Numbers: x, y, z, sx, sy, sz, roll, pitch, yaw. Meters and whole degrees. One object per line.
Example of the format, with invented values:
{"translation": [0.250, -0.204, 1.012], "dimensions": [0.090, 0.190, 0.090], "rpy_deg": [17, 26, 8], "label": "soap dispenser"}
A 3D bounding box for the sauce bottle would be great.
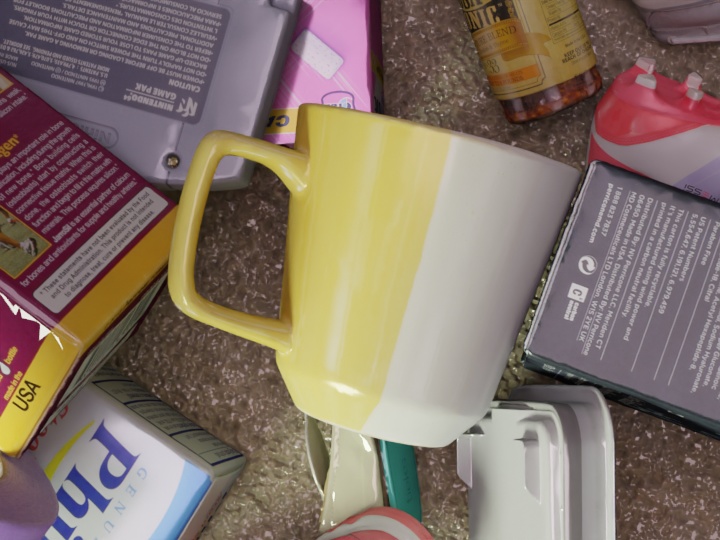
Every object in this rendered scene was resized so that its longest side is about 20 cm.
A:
{"translation": [0.076, -0.184, 0.886], "dimensions": [0.066, 0.066, 0.201], "rpy_deg": [-22, 100, 5], "label": "sauce bottle"}

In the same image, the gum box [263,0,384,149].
{"translation": [-0.087, -0.123, 0.924], "dimensions": [0.198, 0.066, 0.115], "rpy_deg": [-2, 85, 7], "label": "gum box"}

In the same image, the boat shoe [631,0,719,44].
{"translation": [0.247, -0.164, 0.869], "dimensions": [0.198, 0.069, 0.072], "rpy_deg": [-12, 51, 21], "label": "boat shoe"}

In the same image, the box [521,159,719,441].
{"translation": [0.195, 0.033, 0.841], "dimensions": [0.198, 0.148, 0.108], "rpy_deg": [20, 86, 8], "label": "box"}

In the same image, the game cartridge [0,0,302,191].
{"translation": [-0.142, -0.119, 0.879], "dimensions": [0.198, 0.042, 0.134], "rpy_deg": [16, 91, 9], "label": "game cartridge"}

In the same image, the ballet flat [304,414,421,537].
{"translation": [-0.004, 0.063, 0.910], "dimensions": [0.069, 0.069, 0.202], "rpy_deg": [-1, 88, 6], "label": "ballet flat"}

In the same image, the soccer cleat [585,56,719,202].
{"translation": [0.226, -0.055, 0.896], "dimensions": [0.198, 0.067, 0.077], "rpy_deg": [21, 120, 2], "label": "soccer cleat"}

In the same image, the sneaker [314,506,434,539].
{"translation": [-0.053, 0.193, 0.871], "dimensions": [0.199, 0.087, 0.074], "rpy_deg": [-31, 90, 26], "label": "sneaker"}

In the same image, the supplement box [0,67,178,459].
{"translation": [-0.206, -0.023, 0.816], "dimensions": [0.200, 0.131, 0.103], "rpy_deg": [38, 129, 1], "label": "supplement box"}

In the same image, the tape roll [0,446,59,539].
{"translation": [-0.244, 0.085, 0.760], "dimensions": [0.200, 0.200, 0.066], "rpy_deg": [37, 91, 7], "label": "tape roll"}

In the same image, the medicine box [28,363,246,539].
{"translation": [-0.199, 0.134, 0.905], "dimensions": [0.199, 0.103, 0.183], "rpy_deg": [33, 91, 8], "label": "medicine box"}

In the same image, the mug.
{"translation": [0.006, 0.001, 0.815], "dimensions": [0.185, 0.149, 0.155], "rpy_deg": [14, 93, 9], "label": "mug"}

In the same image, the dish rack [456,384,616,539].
{"translation": [0.087, 0.162, 0.835], "dimensions": [0.043, 0.172, 0.202], "rpy_deg": [1, 86, -12], "label": "dish rack"}
